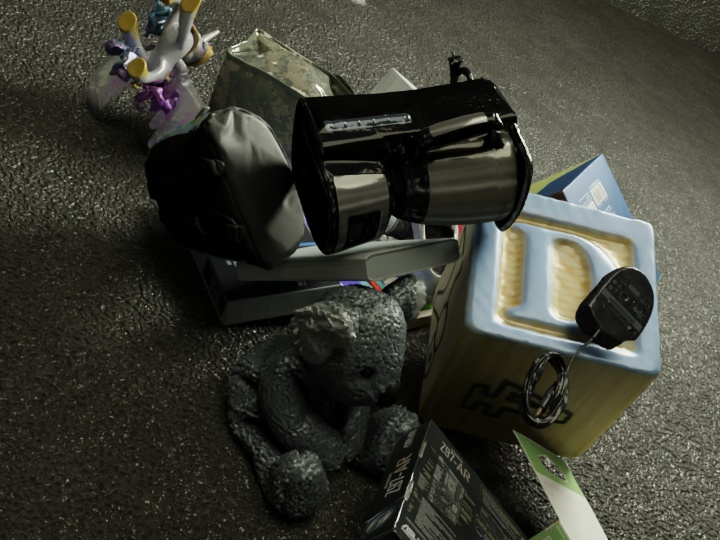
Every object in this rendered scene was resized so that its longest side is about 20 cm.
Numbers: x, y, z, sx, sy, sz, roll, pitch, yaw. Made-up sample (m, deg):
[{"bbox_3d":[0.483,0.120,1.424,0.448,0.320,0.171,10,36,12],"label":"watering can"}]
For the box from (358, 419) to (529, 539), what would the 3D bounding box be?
[{"bbox_3d":[0.092,0.253,0.716,0.200,0.043,0.160,51,26,-9],"label":"box"}]

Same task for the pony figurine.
[{"bbox_3d":[-0.252,-0.256,1.036,0.166,0.194,0.200,38,-3,2],"label":"pony figurine"}]

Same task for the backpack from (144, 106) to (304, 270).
[{"bbox_3d":[-0.150,-0.088,0.870,0.154,0.199,0.164,-37,111,-43],"label":"backpack"}]

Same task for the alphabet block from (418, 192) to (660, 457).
[{"bbox_3d":[0.185,0.058,0.884,0.195,0.201,0.196,15,54,-1],"label":"alphabet block"}]

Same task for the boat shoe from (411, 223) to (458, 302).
[{"bbox_3d":[0.100,-0.056,1.086,0.072,0.069,0.201,22,54,-9],"label":"boat shoe"}]

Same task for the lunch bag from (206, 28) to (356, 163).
[{"bbox_3d":[-0.101,-0.199,1.117,0.199,0.165,0.118,31,37,1],"label":"lunch bag"}]

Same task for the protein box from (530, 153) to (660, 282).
[{"bbox_3d":[0.295,-0.023,1.142,0.198,0.134,0.201,-35,100,-53],"label":"protein box"}]

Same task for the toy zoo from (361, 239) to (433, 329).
[{"bbox_3d":[0.000,0.000,1.067,0.131,0.021,0.200,-9,50,-43],"label":"toy zoo"}]

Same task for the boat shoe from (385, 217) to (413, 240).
[{"bbox_3d":[0.018,-0.106,1.184,0.071,0.072,0.201,35,22,-38],"label":"boat shoe"}]

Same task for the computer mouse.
[{"bbox_3d":[0.202,0.067,0.744,0.059,0.034,0.200,48,63,1],"label":"computer mouse"}]

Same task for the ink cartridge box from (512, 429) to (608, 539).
[{"bbox_3d":[0.208,0.267,0.810,0.145,0.048,0.201,36,20,-48],"label":"ink cartridge box"}]

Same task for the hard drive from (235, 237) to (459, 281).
[{"bbox_3d":[-0.017,-0.010,0.847,0.131,0.027,0.199,-12,7,-43],"label":"hard drive"}]

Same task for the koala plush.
[{"bbox_3d":[-0.025,0.090,0.778,0.177,0.201,0.184,-14,53,-45],"label":"koala plush"}]

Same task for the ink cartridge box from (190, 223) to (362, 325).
[{"bbox_3d":[-0.104,-0.032,0.992,0.199,0.044,0.199,-7,48,-31],"label":"ink cartridge box"}]

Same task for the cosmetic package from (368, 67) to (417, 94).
[{"bbox_3d":[0.078,-0.205,1.243,0.081,0.113,0.200,52,14,31],"label":"cosmetic package"}]

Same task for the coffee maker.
[{"bbox_3d":[0.035,-0.112,0.792,0.198,0.136,0.193,-8,35,-15],"label":"coffee maker"}]

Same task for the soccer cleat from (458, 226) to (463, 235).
[{"bbox_3d":[0.163,-0.081,1.195,0.076,0.067,0.201,32,32,-23],"label":"soccer cleat"}]
